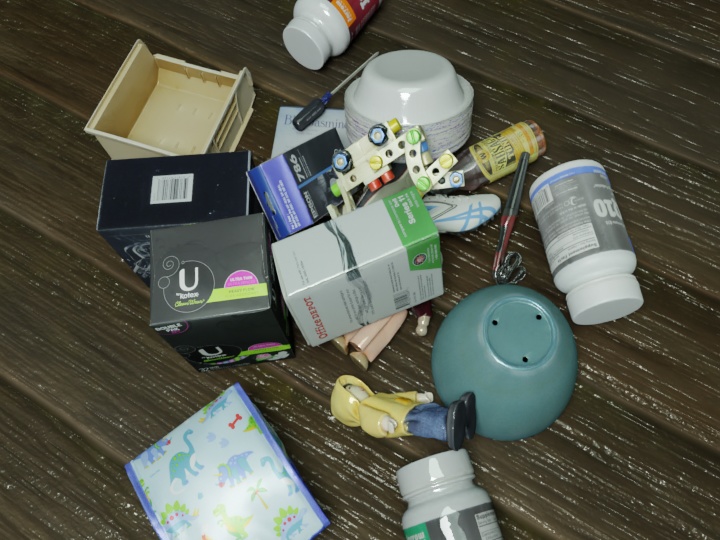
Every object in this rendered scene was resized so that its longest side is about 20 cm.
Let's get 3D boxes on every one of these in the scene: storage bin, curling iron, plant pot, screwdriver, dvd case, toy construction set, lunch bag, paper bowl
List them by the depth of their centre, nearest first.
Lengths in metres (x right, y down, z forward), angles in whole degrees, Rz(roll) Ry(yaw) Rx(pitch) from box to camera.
[{"bbox_3d":[-0.153,0.274,0.740,0.168,0.129,0.200,-36,60,-13],"label":"lunch bag"},{"bbox_3d":[0.192,0.101,0.791,0.193,0.136,0.206,-1,66,2],"label":"plant pot"},{"bbox_3d":[0.032,-0.122,0.832,0.197,0.092,0.133,-32,96,3],"label":"toy construction set"},{"bbox_3d":[0.227,-0.075,0.904,0.048,0.026,0.206,6,78,21],"label":"curling iron"},{"bbox_3d":[0.072,-0.256,0.930,0.194,0.106,0.204,-1,41,1],"label":"paper bowl"},{"bbox_3d":[-0.075,-0.175,0.988,0.138,0.018,0.206,4,66,5],"label":"dvd case"},{"bbox_3d":[-0.293,-0.253,0.993,0.194,0.094,0.203,16,68,10],"label":"storage bin"},{"bbox_3d":[-0.040,-0.301,1.013,0.029,0.028,0.201,43,76,-11],"label":"screwdriver"}]

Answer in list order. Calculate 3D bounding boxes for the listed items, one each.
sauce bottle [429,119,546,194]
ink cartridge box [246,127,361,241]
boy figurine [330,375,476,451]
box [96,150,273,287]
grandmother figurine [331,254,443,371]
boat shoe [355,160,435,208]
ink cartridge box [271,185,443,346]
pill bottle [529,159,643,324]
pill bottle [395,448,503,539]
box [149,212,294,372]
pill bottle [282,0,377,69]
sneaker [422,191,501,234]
[{"bbox_3d":[0.187,-0.162,0.944,0.196,0.066,0.067,-29,68,-9],"label":"sauce bottle"},{"bbox_3d":[-0.070,-0.124,0.852,0.038,0.102,0.200,-15,17,33],"label":"ink cartridge box"},{"bbox_3d":[0.049,0.175,0.784,0.196,0.123,0.067,4,99,36],"label":"boy figurine"},{"bbox_3d":[-0.229,-0.064,0.859,0.193,0.183,0.107,-4,66,2],"label":"box"},{"bbox_3d":[0.050,0.044,0.866,0.120,0.061,0.201,38,76,7],"label":"grandmother figurine"},{"bbox_3d":[0.042,-0.128,0.934,0.062,0.072,0.201,27,66,34],"label":"boat shoe"},{"bbox_3d":[0.000,0.000,0.785,0.195,0.148,0.085,-22,58,-4],"label":"ink cartridge box"},{"bbox_3d":[0.312,-0.037,0.856,0.110,0.114,0.206,-9,67,-1],"label":"pill bottle"},{"bbox_3d":[0.111,0.322,0.711,0.110,0.114,0.205,-15,66,-4],"label":"pill bottle"},{"bbox_3d":[-0.171,0.037,0.801,0.144,0.201,0.128,-8,65,-1],"label":"box"},{"bbox_3d":[-0.043,-0.445,1.052,0.111,0.114,0.202,29,71,15],"label":"pill bottle"},{"bbox_3d":[0.116,-0.087,0.894,0.194,0.072,0.075,-14,104,-14],"label":"sneaker"}]
